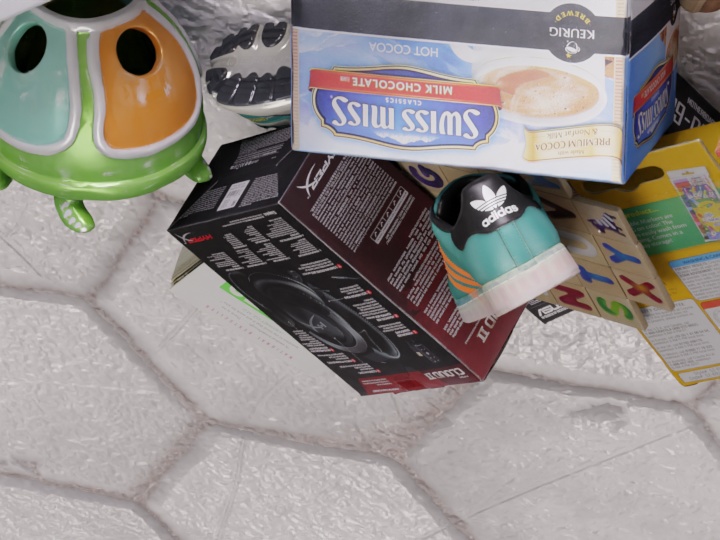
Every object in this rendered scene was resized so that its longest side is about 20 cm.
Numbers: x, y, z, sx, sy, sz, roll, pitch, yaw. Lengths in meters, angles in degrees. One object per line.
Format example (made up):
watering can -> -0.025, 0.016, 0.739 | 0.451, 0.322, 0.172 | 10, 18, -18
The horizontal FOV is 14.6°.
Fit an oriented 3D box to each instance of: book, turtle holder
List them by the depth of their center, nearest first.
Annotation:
turtle holder -> -0.174, -0.127, 1.761 | 0.140, 0.186, 0.132 | -12, 127, -13
book -> -0.017, -0.010, 1.891 | 0.133, 0.048, 0.200 | 35, 137, -20

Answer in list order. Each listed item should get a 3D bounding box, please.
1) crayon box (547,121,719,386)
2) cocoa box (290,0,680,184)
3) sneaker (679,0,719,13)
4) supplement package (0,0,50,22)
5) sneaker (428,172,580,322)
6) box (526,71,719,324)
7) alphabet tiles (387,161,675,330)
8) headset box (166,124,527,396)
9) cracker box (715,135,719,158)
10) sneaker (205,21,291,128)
crayon box -> 0.203, -0.019, 1.687 | 0.125, 0.052, 0.200 | -13, 134, 35
cocoa box -> 0.072, -0.135, 1.586 | 0.199, 0.133, 0.132 | 7, 110, 17
sneaker -> 0.240, -0.195, 1.521 | 0.075, 0.071, 0.200 | 24, 143, -7
supplement package -> -0.234, -0.223, 1.630 | 0.199, 0.111, 0.156 | -17, 106, 39
sneaker -> 0.079, -0.020, 1.625 | 0.080, 0.071, 0.200 | 62, 174, 0
box -> 0.136, -0.058, 1.753 | 0.158, 0.050, 0.200 | 40, 138, -23
alphabet tiles -> 0.092, -0.028, 1.695 | 0.199, 0.006, 0.167 | 17, 154, 38
headset box -> 0.000, 0.000, 1.768 | 0.200, 0.077, 0.149 | 39, 156, -21
cracker box -> 0.291, -0.059, 1.611 | 0.058, 0.134, 0.200 | -19, 128, 40
sneaker -> 0.003, -0.116, 1.742 | 0.199, 0.078, 0.080 | 5, 160, 27
